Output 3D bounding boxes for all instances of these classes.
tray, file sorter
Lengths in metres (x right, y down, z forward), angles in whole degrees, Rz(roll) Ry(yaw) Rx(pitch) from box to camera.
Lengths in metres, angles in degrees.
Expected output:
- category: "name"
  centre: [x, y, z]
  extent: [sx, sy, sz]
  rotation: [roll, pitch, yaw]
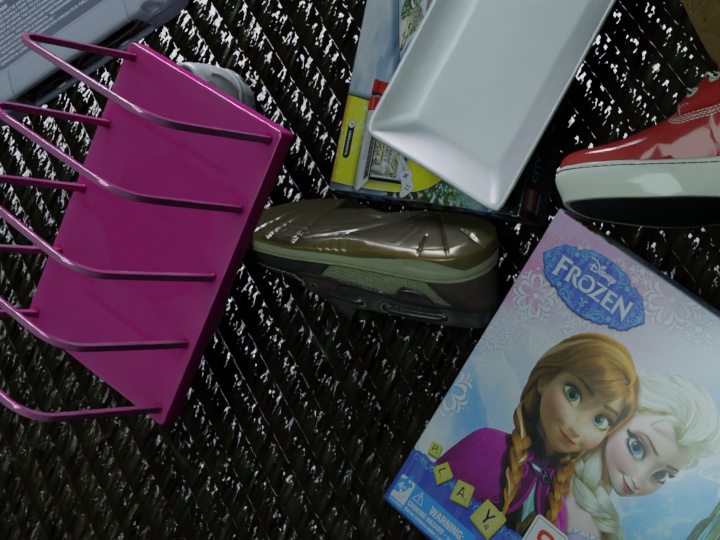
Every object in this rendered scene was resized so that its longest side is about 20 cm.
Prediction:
- category: "tray"
  centre: [0.091, -0.143, 0.836]
  extent: [0.107, 0.022, 0.201]
  rotation: [34, 101, 32]
- category: "file sorter"
  centre: [-0.162, -0.025, 0.882]
  extent: [0.138, 0.125, 0.202]
  rotation: [32, 106, 30]

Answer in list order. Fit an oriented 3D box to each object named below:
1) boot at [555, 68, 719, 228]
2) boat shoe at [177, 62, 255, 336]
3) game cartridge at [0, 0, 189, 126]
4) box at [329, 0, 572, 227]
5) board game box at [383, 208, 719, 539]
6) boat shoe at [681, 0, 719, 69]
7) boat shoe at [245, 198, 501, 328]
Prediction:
- category: "boot"
  centre: [0.198, -0.103, 0.780]
  extent: [0.198, 0.072, 0.146]
  rotation: [-8, 77, 23]
- category: "boat shoe"
  centre: [-0.119, -0.039, 0.971]
  extent: [0.071, 0.068, 0.202]
  rotation: [17, 92, 33]
- category: "game cartridge"
  centre: [-0.219, -0.209, 1.084]
  extent: [0.199, 0.041, 0.134]
  rotation: [-27, 72, 26]
- category: "box"
  centre: [0.064, -0.136, 0.887]
  extent: [0.135, 0.038, 0.202]
  rotation: [10, 88, 33]
- category: "board game box"
  centre: [0.137, 0.103, 0.799]
  extent: [0.199, 0.041, 0.201]
  rotation: [37, 102, 31]
- category: "boat shoe"
  centre: [0.216, -0.093, 0.698]
  extent: [0.069, 0.071, 0.202]
  rotation: [-18, 83, -16]
- category: "boat shoe"
  centre: [0.001, 0.000, 0.888]
  extent: [0.199, 0.072, 0.067]
  rotation: [7, 119, 41]
